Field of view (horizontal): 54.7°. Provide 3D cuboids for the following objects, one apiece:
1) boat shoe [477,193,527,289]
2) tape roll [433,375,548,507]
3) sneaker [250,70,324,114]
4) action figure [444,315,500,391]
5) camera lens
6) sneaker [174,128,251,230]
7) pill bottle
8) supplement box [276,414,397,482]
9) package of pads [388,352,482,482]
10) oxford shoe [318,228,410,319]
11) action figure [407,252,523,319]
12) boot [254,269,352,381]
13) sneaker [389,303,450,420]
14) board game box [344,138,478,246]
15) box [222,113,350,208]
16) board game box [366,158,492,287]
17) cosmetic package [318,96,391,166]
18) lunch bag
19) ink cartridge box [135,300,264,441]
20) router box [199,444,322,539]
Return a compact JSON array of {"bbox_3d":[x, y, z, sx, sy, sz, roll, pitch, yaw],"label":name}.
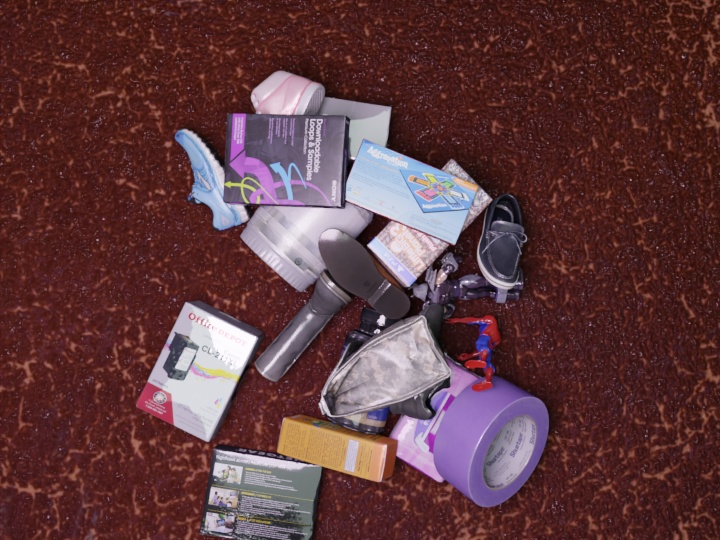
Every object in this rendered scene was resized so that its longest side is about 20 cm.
[{"bbox_3d":[0.244,-0.054,1.195,0.074,0.062,0.201,16,49,-4],"label":"boat shoe"},{"bbox_3d":[0.221,0.286,1.170,0.199,0.085,0.202,-16,117,-34],"label":"tape roll"},{"bbox_3d":[-0.147,-0.239,1.166,0.104,0.075,0.201,29,97,11],"label":"sneaker"},{"bbox_3d":[0.187,0.132,1.192,0.098,0.200,0.066,-9,108,23],"label":"action figure"},{"bbox_3d":[-0.087,-0.085,1.195,0.160,0.160,0.200,42,88,1],"label":"camera lens"},{"bbox_3d":[-0.279,-0.160,1.238,0.090,0.078,0.201,-31,89,2],"label":"sneaker"},{"bbox_3d":[0.015,0.172,1.213,0.111,0.112,0.202,17,89,0],"label":"pill bottle"},{"bbox_3d":[-0.041,0.303,1.199,0.198,0.066,0.070,8,88,21],"label":"supplement box"},{"bbox_3d":[0.142,0.256,1.230,0.120,0.076,0.201,30,88,3],"label":"package of pads"},{"bbox_3d":[0.000,0.000,1.157,0.071,0.071,0.200,-40,115,10],"label":"oxford shoe"},{"bbox_3d":[0.180,0.030,1.222,0.198,0.131,0.070,-3,46,-5],"label":"action figure"},{"bbox_3d":[-0.104,0.098,1.187,0.200,0.182,0.073,-41,75,-6],"label":"boot"},{"bbox_3d":[0.117,0.157,1.177,0.090,0.076,0.202,15,89,26],"label":"sneaker"},{"bbox_3d":[0.077,-0.124,1.110,0.198,0.019,0.104,23,89,1],"label":"board game box"},{"bbox_3d":[-0.118,-0.174,1.103,0.198,0.036,0.145,3,91,11],"label":"box"},{"bbox_3d":[0.112,-0.075,1.198,0.097,0.159,0.200,44,89,1],"label":"board game box"},{"bbox_3d":[-0.048,-0.247,1.239,0.198,0.090,0.108,10,89,-3],"label":"cosmetic package"},{"bbox_3d":[0.030,0.154,1.074,0.199,0.164,0.118,-28,83,3],"label":"lunch bag"},{"bbox_3d":[-0.279,0.172,1.224,0.145,0.083,0.201,25,89,1],"label":"ink cartridge box"},{"bbox_3d":[-0.173,0.401,1.234,0.198,0.051,0.151,9,86,-1],"label":"router box"}]
